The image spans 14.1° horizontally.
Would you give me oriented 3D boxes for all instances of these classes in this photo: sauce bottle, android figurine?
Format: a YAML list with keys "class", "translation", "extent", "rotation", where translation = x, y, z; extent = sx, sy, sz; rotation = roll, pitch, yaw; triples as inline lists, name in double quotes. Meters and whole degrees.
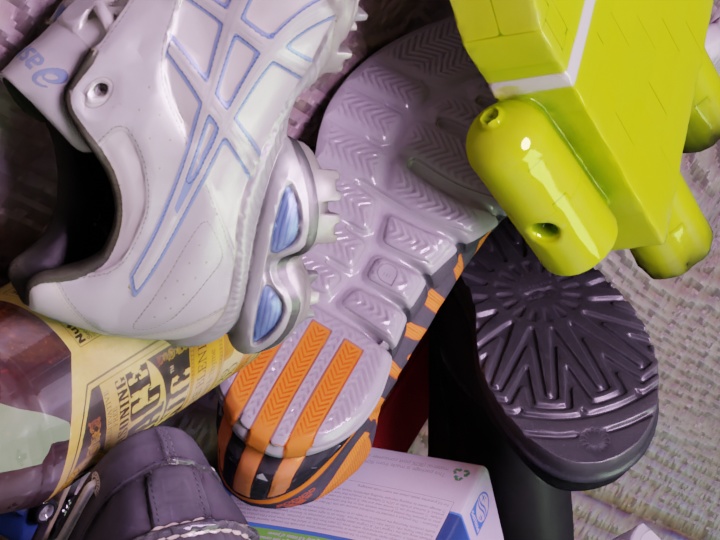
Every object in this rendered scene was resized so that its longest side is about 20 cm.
- class: "sauce bottle"
  translation: [-0.101, 0.037, 0.894]
  extent: [0.200, 0.066, 0.066]
  rotation: [-35, 148, -43]
- class: "android figurine"
  translation: [0.078, -0.092, 1.028]
  extent: [0.200, 0.041, 0.182]
  rotation: [52, 41, -42]

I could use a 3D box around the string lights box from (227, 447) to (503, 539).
- class: "string lights box"
  translation: [-0.031, 0.153, 1.063]
  extent: [0.200, 0.102, 0.059]
  rotation: [-60, 147, -39]

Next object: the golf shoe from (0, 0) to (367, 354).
- class: "golf shoe"
  translation: [-0.053, -0.071, 0.841]
  extent: [0.097, 0.078, 0.201]
  rotation: [-1, 107, -25]

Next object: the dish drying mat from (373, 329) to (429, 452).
- class: "dish drying mat"
  translation: [0.021, 0.045, 1.219]
  extent: [0.200, 0.018, 0.077]
  rotation: [-59, 158, 3]

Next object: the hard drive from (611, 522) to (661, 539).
- class: "hard drive"
  translation: [0.026, 0.182, 1.087]
  extent: [0.200, 0.027, 0.132]
  rotation: [-34, -161, 34]

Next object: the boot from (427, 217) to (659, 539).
- class: "boot"
  translation: [0.067, 0.082, 1.148]
  extent: [0.065, 0.165, 0.200]
  rotation: [-9, 133, -11]

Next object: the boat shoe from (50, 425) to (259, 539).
- class: "boat shoe"
  translation: [-0.074, 0.108, 0.940]
  extent: [0.072, 0.063, 0.200]
  rotation: [-9, 159, -19]

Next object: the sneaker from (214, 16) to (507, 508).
- class: "sneaker"
  translation: [0.000, 0.000, 1.062]
  extent: [0.200, 0.077, 0.112]
  rotation: [-54, 174, -25]

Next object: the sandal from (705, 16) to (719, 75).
- class: "sandal"
  translation: [0.118, -0.083, 1.220]
  extent: [0.082, 0.050, 0.203]
  rotation: [-48, 174, 15]

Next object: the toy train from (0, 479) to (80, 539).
- class: "toy train"
  translation: [-0.134, 0.119, 0.977]
  extent: [0.046, 0.034, 0.200]
  rotation: [2, 119, -53]
